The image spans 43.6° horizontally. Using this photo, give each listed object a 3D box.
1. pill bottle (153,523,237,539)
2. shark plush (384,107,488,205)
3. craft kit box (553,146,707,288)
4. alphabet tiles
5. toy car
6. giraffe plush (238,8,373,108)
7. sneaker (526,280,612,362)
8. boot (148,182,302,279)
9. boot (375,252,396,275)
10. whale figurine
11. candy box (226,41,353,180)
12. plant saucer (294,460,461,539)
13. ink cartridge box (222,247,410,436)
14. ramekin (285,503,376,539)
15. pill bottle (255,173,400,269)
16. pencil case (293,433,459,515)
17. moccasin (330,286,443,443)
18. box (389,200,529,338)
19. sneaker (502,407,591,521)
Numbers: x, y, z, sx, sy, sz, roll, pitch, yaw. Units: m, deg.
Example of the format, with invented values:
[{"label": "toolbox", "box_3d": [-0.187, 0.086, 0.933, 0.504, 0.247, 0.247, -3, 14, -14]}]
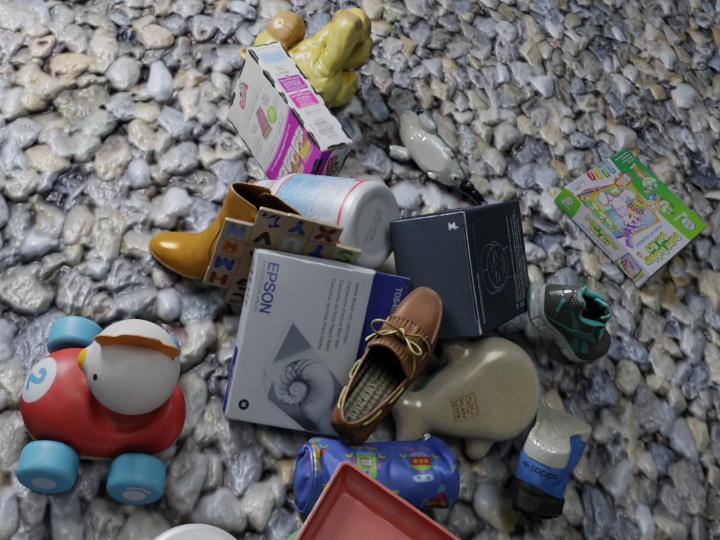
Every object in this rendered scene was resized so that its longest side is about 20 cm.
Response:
[{"label": "pill bottle", "box_3d": [-0.165, 0.317, 0.810, 0.110, 0.201, 0.114, 12, 50, -15]}, {"label": "shark plush", "box_3d": [0.134, -0.180, 1.405, 0.199, 0.092, 0.083, 36, 19, 11]}, {"label": "craft kit box", "box_3d": [0.449, -0.093, 1.491, 0.199, 0.049, 0.198, -31, 74, -37]}, {"label": "alphabet tiles", "box_3d": [-0.096, -0.004, 1.080, 0.163, 0.201, 0.006, 13, 53, -14]}, {"label": "toy car", "box_3d": [-0.256, 0.109, 0.926, 0.173, 0.201, 0.187, 12, 51, -15]}, {"label": "giraffe plush", "box_3d": [-0.091, -0.325, 1.376, 0.160, 0.173, 0.203, 26, 81, 11]}, {"label": "sneaker", "box_3d": [0.308, 0.072, 1.233, 0.199, 0.090, 0.079, 30, 59, -44]}, {"label": "boot", "box_3d": [-0.167, -0.052, 1.108, 0.197, 0.146, 0.071, 17, 44, 5]}, {"label": "boot", "box_3d": [0.000, 0.000, 1.202, 0.154, 0.072, 0.201, -31, 76, -41]}, {"label": "whale figurine", "box_3d": [0.125, 0.158, 1.134, 0.196, 0.104, 0.162, -17, 99, -10]}, {"label": "candy box", "box_3d": [-0.103, -0.200, 1.267, 0.060, 0.137, 0.201, -21, 66, -35]}, {"label": "plant saucer", "box_3d": [0.015, 0.319, 0.865, 0.198, 0.037, 0.201, 34, 48, 3]}, {"label": "ink cartridge box", "box_3d": [-0.048, 0.089, 1.056, 0.196, 0.041, 0.204, 10, 97, -16]}, {"label": "ramekin", "box_3d": [0.000, 0.340, 0.932, 0.196, 0.098, 0.203, 12, 51, -15]}, {"label": "pill bottle", "box_3d": [-0.055, -0.067, 1.152, 0.197, 0.110, 0.108, 11, 37, 39]}, {"label": "pencil case", "box_3d": [0.018, 0.233, 1.034, 0.196, 0.078, 0.089, 3, 66, -22]}, {"label": "moccasin", "box_3d": [0.033, 0.099, 1.022, 0.073, 0.078, 0.202, 37, 67, 11]}, {"label": "box", "box_3d": [0.134, -0.004, 1.159, 0.199, 0.105, 0.152, -15, 98, -60]}, {"label": "sneaker", "box_3d": [0.234, 0.246, 1.130, 0.076, 0.113, 0.199, 21, 12, 17]}]
